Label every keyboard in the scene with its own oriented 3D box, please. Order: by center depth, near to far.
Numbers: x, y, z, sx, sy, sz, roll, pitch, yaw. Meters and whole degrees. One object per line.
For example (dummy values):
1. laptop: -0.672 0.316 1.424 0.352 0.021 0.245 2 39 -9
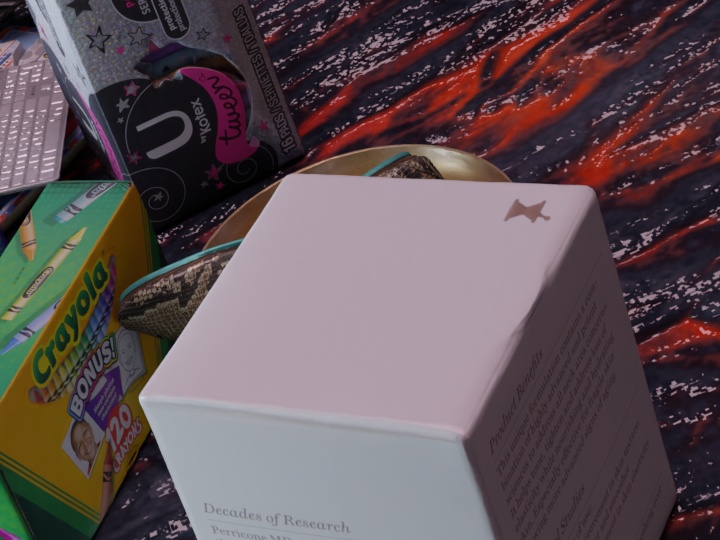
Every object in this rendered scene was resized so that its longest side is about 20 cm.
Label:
1. keyboard: -0.213 -0.094 1.618 0.056 0.011 0.200 -17 27 6

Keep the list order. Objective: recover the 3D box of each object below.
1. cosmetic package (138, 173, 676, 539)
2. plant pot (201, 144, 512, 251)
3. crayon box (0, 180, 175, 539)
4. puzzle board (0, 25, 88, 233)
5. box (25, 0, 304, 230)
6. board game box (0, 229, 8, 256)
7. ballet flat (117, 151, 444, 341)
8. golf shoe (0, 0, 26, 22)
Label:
1. cosmetic package: 0.030 0.084 1.176 0.165 0.201 0.168 4 41 28
2. plant pot: 0.000 0.000 1.443 0.199 0.028 0.201 -12 38 9
3. crayon box: -0.164 0.059 1.364 0.058 0.119 0.201 1 41 25
4. puzzle board: -0.238 -0.099 1.686 0.150 0.017 0.200 10 45 34
5. box: -0.133 -0.150 1.547 0.114 0.201 0.132 -28 37 -9
6. board game box: -0.337 0.001 1.579 0.199 0.045 0.135 8 44 32
7. ballet flat: -0.030 0.004 1.375 0.199 0.068 0.076 -26 70 -19
8. golf shoe: -0.216 -0.223 1.750 0.199 0.095 0.078 -21 75 -4
